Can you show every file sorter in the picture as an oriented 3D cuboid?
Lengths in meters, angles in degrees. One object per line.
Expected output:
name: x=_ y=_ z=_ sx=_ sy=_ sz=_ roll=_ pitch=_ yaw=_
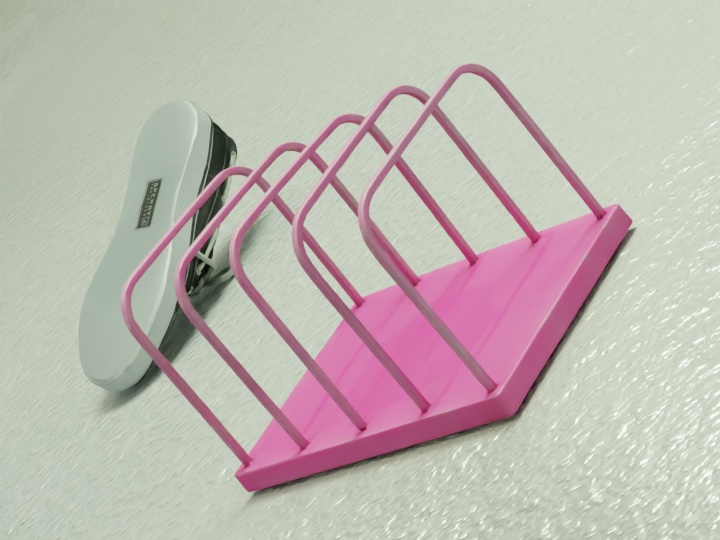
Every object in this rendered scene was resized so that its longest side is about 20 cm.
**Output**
file sorter: x=0.000 y=0.000 z=1.205 sx=0.200 sy=0.125 sz=0.139 roll=-21 pitch=26 yaw=47

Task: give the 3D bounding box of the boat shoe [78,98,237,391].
boat shoe: x=-0.122 y=-0.008 z=1.575 sx=0.073 sy=0.068 sz=0.200 roll=-13 pitch=55 yaw=36
